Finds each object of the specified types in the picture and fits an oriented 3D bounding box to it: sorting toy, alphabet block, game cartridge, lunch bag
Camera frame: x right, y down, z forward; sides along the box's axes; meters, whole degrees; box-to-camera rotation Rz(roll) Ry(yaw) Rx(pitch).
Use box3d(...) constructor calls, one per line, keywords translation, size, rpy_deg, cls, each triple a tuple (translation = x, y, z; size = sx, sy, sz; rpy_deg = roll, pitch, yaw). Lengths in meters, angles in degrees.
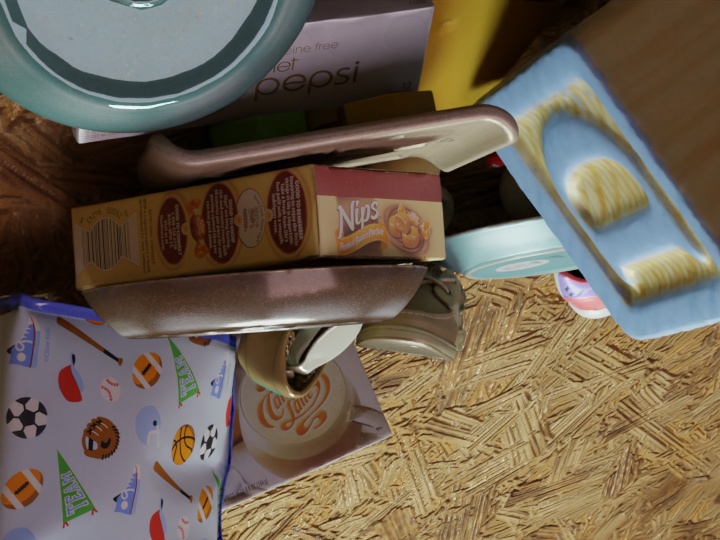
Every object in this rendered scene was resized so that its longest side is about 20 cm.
box3d(translation=(-0.026, -0.074, 0.973), size=(0.200, 0.037, 0.185), rpy_deg=(-6, 178, -10), cls="sorting toy")
box3d(translation=(0.223, -0.096, 1.046), size=(0.200, 0.197, 0.195), rpy_deg=(-36, -177, -17), cls="alphabet block")
box3d(translation=(0.045, -0.161, 1.041), size=(0.176, 0.032, 0.200), rpy_deg=(3, 136, -46), cls="game cartridge")
box3d(translation=(-0.167, 0.110, 1.061), size=(0.200, 0.170, 0.124), rpy_deg=(10, 172, -42), cls="lunch bag")

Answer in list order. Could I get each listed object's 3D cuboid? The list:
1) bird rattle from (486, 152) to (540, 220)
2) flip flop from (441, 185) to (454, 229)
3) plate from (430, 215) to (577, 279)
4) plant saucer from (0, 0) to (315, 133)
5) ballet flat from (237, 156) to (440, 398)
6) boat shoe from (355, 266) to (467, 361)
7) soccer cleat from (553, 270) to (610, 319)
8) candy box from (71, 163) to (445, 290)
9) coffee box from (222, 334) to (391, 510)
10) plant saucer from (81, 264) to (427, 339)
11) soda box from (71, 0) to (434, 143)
box3d(translation=(0.170, -0.071, 1.222), size=(0.200, 0.113, 0.163), rpy_deg=(-8, 158, -31), cls="bird rattle")
box3d(translation=(-0.008, -0.022, 1.157), size=(0.200, 0.058, 0.081), rpy_deg=(-5, 142, -41), cls="flip flop")
box3d(translation=(0.142, -0.017, 1.237), size=(0.200, 0.026, 0.200), rpy_deg=(-9, 173, -1), cls="plate")
box3d(translation=(-0.108, -0.153, 0.813), size=(0.200, 0.036, 0.200), rpy_deg=(-8, 120, -13), cls="plant saucer")
box3d(translation=(0.000, 0.000, 1.092), size=(0.069, 0.063, 0.200), rpy_deg=(32, 95, -43), cls="ballet flat")
box3d(translation=(0.040, 0.028, 1.220), size=(0.071, 0.065, 0.200), rpy_deg=(9, -179, 7), cls="boat shoe")
box3d(translation=(0.246, -0.036, 1.372), size=(0.200, 0.068, 0.073), rpy_deg=(-35, 145, 8), cls="soccer cleat")
box3d(translation=(-0.063, -0.022, 0.997), size=(0.200, 0.055, 0.115), rpy_deg=(-6, 176, 39), cls="candy box")
box3d(translation=(-0.095, 0.107, 1.191), size=(0.200, 0.115, 0.080), rpy_deg=(-22, 177, -18), cls="coffee box")
box3d(translation=(-0.060, 0.019, 0.972), size=(0.200, 0.032, 0.200), rpy_deg=(-4, 176, 0), cls="plant saucer")
box3d(translation=(-0.065, -0.127, 0.919), size=(0.200, 0.064, 0.068), rpy_deg=(-11, 141, -19), cls="soda box")
